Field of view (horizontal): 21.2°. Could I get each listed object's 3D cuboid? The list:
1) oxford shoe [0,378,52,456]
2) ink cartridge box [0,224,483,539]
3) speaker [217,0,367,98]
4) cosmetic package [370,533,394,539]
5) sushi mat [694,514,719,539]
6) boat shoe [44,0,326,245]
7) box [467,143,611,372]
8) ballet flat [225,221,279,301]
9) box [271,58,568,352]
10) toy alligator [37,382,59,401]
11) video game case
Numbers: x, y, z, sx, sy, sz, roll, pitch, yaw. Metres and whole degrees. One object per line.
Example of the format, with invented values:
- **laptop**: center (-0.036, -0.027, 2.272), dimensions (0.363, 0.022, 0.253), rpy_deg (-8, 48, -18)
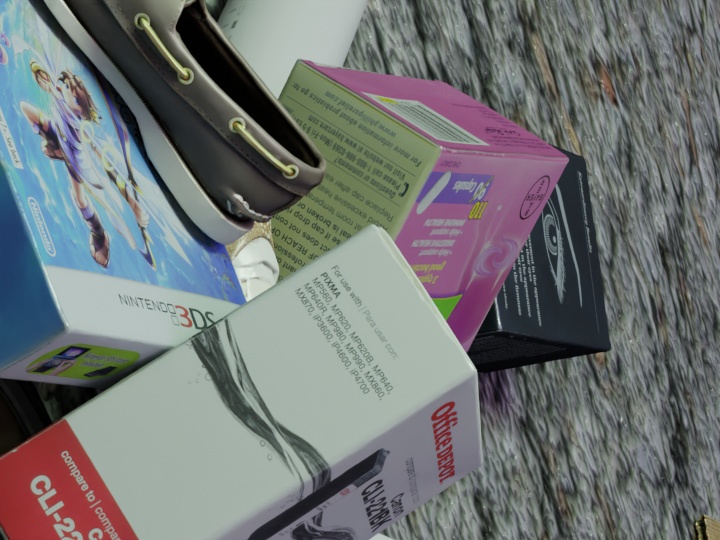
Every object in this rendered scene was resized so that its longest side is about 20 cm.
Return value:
- **oxford shoe**: center (-0.190, 0.044, 0.816), dimensions (0.073, 0.084, 0.200), rpy_deg (43, -15, 45)
- **ink cartridge box**: center (-0.049, 0.086, 0.838), dimensions (0.084, 0.200, 0.144), rpy_deg (54, -9, 20)
- **speaker**: center (-0.056, -0.112, 1.116), dimensions (0.081, 0.081, 0.200), rpy_deg (59, 32, -33)
- **cosmetic package**: center (-0.005, 0.195, 1.068), dimensions (0.200, 0.102, 0.074), rpy_deg (30, 53, -55)
- **sushi mat**: center (0.360, 0.292, 1.823), dimensions (0.200, 0.012, 0.096), rpy_deg (28, 53, -57)
- **boat shoe**: center (-0.090, -0.108, 0.853), dimensions (0.200, 0.059, 0.072), rpy_deg (57, 17, -11)
- **box**: center (0.081, -0.012, 1.312), dimensions (0.200, 0.104, 0.148), rpy_deg (14, 66, -61)
- **ballet flat**: center (-0.075, 0.041, 0.942), dimensions (0.200, 0.065, 0.071), rpy_deg (-68, 159, 2)
- **box**: center (0.000, 0.000, 1.047), dimensions (0.200, 0.097, 0.176), rpy_deg (-62, 157, 14)
- **toy alligator**: center (-0.139, 0.016, 0.903), dimensions (0.054, 0.059, 0.200), rpy_deg (33, 10, 0)
- **video game case**: center (-0.127, -0.046, 0.832), dimensions (0.181, 0.045, 0.200), rpy_deg (17, 48, -67)
